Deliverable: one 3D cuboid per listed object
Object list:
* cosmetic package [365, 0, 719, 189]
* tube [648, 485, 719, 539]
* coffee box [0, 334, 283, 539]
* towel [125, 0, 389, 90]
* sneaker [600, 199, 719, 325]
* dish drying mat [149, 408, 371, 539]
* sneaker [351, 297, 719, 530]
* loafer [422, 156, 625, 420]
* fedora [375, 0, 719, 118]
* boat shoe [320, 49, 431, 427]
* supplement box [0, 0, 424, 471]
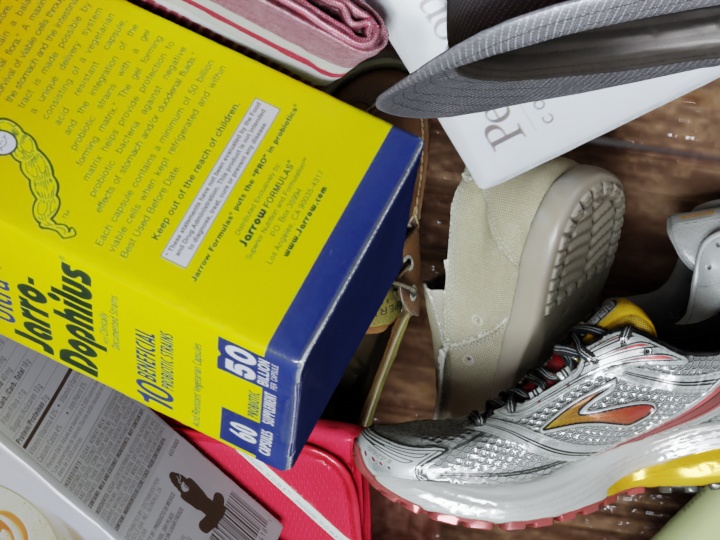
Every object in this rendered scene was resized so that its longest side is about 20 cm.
[{"bbox_3d":[0.095,-0.167,0.994,0.200,0.165,0.165,-27,111,17],"label":"cosmetic package"},{"bbox_3d":[0.189,0.092,1.152,0.052,0.058,0.200,44,94,-6],"label":"tube"},{"bbox_3d":[-0.149,0.094,1.121,0.200,0.080,0.114,42,127,-13],"label":"coffee box"},{"bbox_3d":[-0.076,-0.108,1.019,0.144,0.200,0.023,28,80,-11],"label":"towel"},{"bbox_3d":[0.185,-0.009,1.124,0.092,0.076,0.200,40,112,-10],"label":"sneaker"},{"bbox_3d":[-0.094,0.088,1.160,0.200,0.018,0.077,7,127,14],"label":"dish drying mat"},{"bbox_3d":[0.093,0.052,1.090,0.200,0.078,0.082,-13,105,-7],"label":"sneaker"},{"bbox_3d":[0.063,0.024,1.153,0.068,0.076,0.200,37,132,27],"label":"loafer"},{"bbox_3d":[0.096,-0.114,0.858,0.200,0.177,0.090,-11,86,19],"label":"fedora"},{"bbox_3d":[0.000,0.000,1.124,0.072,0.068,0.200,-12,136,-27],"label":"boat shoe"},{"bbox_3d":[-0.090,-0.026,1.020,0.200,0.110,0.109,25,155,9],"label":"supplement box"}]
